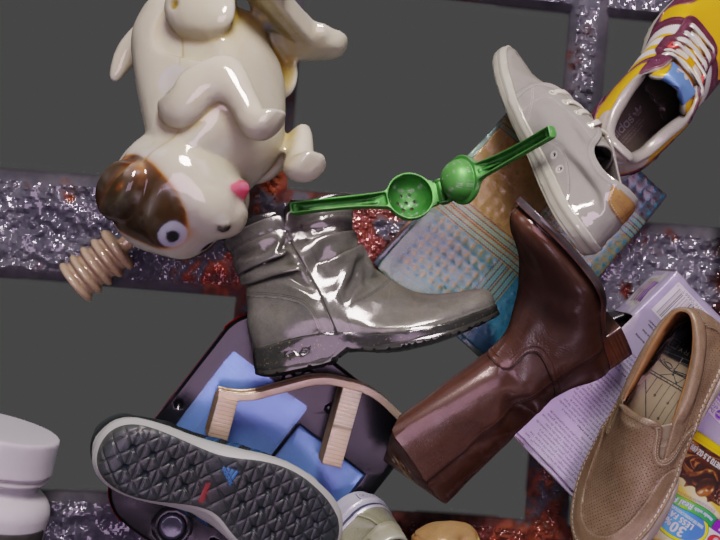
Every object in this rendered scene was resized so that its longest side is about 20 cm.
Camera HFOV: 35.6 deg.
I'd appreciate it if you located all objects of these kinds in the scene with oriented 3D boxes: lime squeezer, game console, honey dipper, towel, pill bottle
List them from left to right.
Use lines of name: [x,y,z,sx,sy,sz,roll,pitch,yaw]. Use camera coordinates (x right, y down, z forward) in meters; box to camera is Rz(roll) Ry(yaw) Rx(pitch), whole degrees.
pill bottle: [-0.297,0.210,0.829,0.113,0.114,0.201,16,90,-4]
honey dipper: [-0.144,-0.052,0.872,0.200,0.038,0.038,-39,94,-5]
game console: [-0.079,0.152,0.883,0.177,0.031,0.200,38,90,-4]
lime squeezer: [0.052,-0.068,0.818,0.199,0.071,0.038,-14,60,19]
towel: [0.128,-0.032,0.896,0.147,0.022,0.200,42,88,-4]

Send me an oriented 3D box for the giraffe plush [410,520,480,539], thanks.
giraffe plush: [0.046,0.309,0.822,0.172,0.162,0.200,-20,70,-43]

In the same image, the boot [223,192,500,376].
boot: [0.000,0.000,0.849,0.199,0.068,0.131,-10,83,-6]

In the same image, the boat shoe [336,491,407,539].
boat shoe: [-0.036,0.264,0.860,0.072,0.062,0.200,29,94,-33]

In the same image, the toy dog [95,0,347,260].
toy dog: [-0.119,-0.107,0.801,0.193,0.140,0.201,6,73,17]

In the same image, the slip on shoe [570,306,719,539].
slip on shoe: [0.208,0.119,0.822,0.061,0.076,0.200,36,86,-47]

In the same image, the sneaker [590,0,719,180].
sneaker: [0.241,-0.147,0.856,0.075,0.090,0.200,37,81,-5]

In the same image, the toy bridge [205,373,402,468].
toy bridge: [-0.015,0.117,0.865,0.199,0.027,0.068,15,92,-10]

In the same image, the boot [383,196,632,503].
boot: [0.084,0.066,0.803,0.200,0.064,0.187,-36,125,1]

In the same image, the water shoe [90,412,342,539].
water shoe: [-0.103,0.153,0.832,0.200,0.079,0.072,29,87,-18]

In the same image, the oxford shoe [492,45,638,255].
oxford shoe: [0.147,-0.096,0.813,0.058,0.200,0.075,-34,137,18]

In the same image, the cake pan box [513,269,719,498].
cake pan box: [0.241,0.126,0.894,0.200,0.052,0.184,45,87,-4]

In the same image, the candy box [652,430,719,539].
candy box: [0.293,0.208,0.865,0.200,0.026,0.102,34,94,-5]
